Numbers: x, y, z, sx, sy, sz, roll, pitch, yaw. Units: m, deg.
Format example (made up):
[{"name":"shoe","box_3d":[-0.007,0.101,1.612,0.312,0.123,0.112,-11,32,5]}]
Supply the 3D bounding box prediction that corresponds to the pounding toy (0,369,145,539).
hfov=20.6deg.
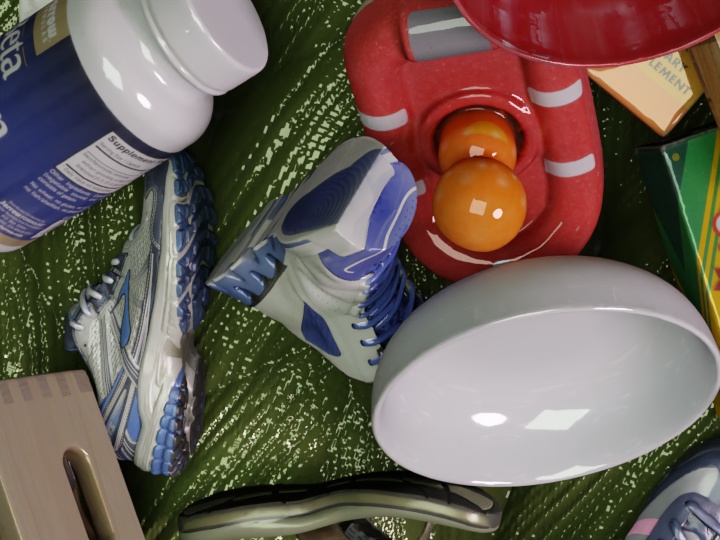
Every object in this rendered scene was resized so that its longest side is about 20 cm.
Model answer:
[{"name":"pounding toy","box_3d":[-0.213,0.186,1.178,0.184,0.142,0.201,-27,79,31]}]

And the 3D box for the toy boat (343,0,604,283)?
[{"name":"toy boat","box_3d":[0.066,-0.061,1.093,0.130,0.131,0.200,-8,133,12]}]

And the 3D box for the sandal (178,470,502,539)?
[{"name":"sandal","box_3d":[-0.011,0.156,1.188,0.200,0.080,0.058,-7,92,17]}]

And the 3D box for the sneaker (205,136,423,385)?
[{"name":"sneaker","box_3d":[0.000,0.000,1.130,0.115,0.199,0.081,38,65,-12]}]

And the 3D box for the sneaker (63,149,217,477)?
[{"name":"sneaker","box_3d":[-0.138,0.023,1.186,0.085,0.077,0.201,7,98,10]}]

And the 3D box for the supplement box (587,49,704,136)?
[{"name":"supplement box","box_3d":[0.211,-0.173,1.122,0.066,0.069,0.200,39,97,-2]}]

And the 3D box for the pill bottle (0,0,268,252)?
[{"name":"pill bottle","box_3d":[-0.156,-0.102,1.132,0.200,0.111,0.111,-29,93,22]}]

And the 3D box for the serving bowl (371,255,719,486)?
[{"name":"serving bowl","box_3d":[0.101,0.049,1.123,0.199,0.200,0.066,-15,57,8]}]

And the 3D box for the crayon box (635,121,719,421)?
[{"name":"crayon box","box_3d":[0.250,0.004,1.132,0.127,0.051,0.201,-20,96,-10]}]

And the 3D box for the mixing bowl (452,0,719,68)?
[{"name":"mixing bowl","box_3d":[0.126,-0.210,0.991,0.199,0.109,0.200,-7,139,-6]}]

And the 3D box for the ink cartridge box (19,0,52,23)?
[{"name":"ink cartridge box","box_3d":[-0.158,-0.236,1.155,0.116,0.067,0.201,-1,98,6]}]

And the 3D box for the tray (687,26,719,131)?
[{"name":"tray","box_3d":[0.283,-0.121,1.091,0.200,0.037,0.099,-25,97,-18]}]

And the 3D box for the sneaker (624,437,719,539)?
[{"name":"sneaker","box_3d":[0.176,0.190,1.165,0.070,0.082,0.200,33,100,2]}]
